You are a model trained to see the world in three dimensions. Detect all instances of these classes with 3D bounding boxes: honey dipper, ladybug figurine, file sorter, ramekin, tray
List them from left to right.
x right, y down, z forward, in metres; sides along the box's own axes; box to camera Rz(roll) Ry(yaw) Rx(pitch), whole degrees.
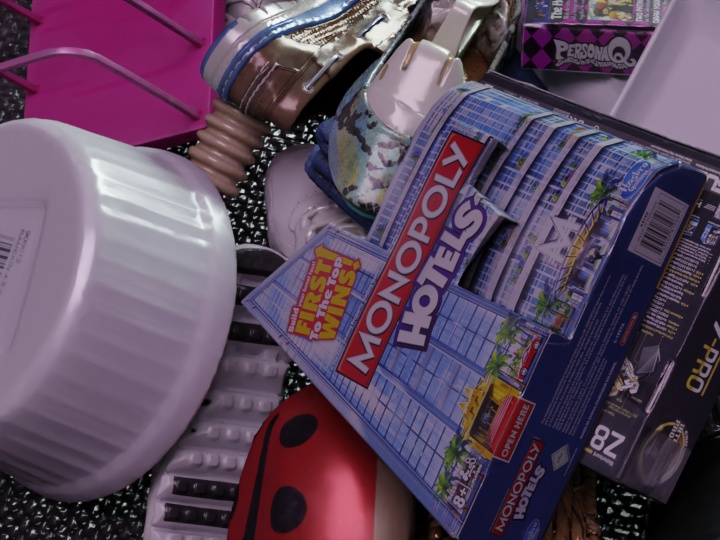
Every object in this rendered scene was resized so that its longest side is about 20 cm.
[{"bbox_3d":[-0.169,0.016,1.307,0.200,0.098,0.201,-21,58,38],"label":"ramekin"},{"bbox_3d":[-0.169,-0.177,1.407,0.138,0.125,0.201,-12,65,31],"label":"file sorter"},{"bbox_3d":[-0.109,0.001,1.365,0.038,0.038,0.201,26,91,19],"label":"honey dipper"},{"bbox_3d":[-0.025,0.143,1.245,0.072,0.136,0.201,12,81,-23],"label":"ladybug figurine"},{"bbox_3d":[0.225,-0.057,1.283,0.200,0.022,0.108,32,77,-10],"label":"tray"}]

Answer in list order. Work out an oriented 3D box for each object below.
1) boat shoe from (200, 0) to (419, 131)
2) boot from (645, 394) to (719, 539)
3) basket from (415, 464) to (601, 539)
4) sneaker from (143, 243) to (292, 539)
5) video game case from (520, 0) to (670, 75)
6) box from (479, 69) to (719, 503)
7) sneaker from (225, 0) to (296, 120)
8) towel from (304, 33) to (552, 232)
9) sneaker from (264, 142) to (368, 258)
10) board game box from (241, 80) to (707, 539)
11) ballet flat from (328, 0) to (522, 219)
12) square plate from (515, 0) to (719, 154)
[{"bbox_3d":[-0.006,-0.120,1.393,0.072,0.072,0.200,47,43,14],"label":"boat shoe"},{"bbox_3d":[0.165,0.078,1.205,0.079,0.211,0.159,-11,102,15],"label":"boot"},{"bbox_3d":[0.052,0.181,1.222,0.148,0.143,0.201,-4,63,5],"label":"basket"},{"bbox_3d":[-0.081,0.087,1.333,0.075,0.081,0.201,16,80,-25],"label":"sneaker"},{"bbox_3d":[0.186,-0.178,1.383,0.180,0.036,0.200,4,40,4],"label":"video game case"},{"bbox_3d":[0.103,0.003,1.197,0.200,0.049,0.162,25,87,46],"label":"box"},{"bbox_3d":[-0.060,-0.178,1.447,0.075,0.092,0.201,18,67,17],"label":"sneaker"},{"bbox_3d":[0.071,-0.069,1.362,0.200,0.049,0.112,-26,58,-38],"label":"towel"},{"bbox_3d":[0.000,0.000,1.345,0.078,0.099,0.201,-25,63,-6],"label":"sneaker"},{"bbox_3d":[0.040,0.008,1.176,0.200,0.062,0.201,26,92,45],"label":"board game box"},{"bbox_3d":[0.037,-0.109,1.304,0.074,0.074,0.200,12,41,13],"label":"ballet flat"},{"bbox_3d":[0.203,-0.119,1.364,0.197,0.029,0.200,-14,42,-16],"label":"square plate"}]
